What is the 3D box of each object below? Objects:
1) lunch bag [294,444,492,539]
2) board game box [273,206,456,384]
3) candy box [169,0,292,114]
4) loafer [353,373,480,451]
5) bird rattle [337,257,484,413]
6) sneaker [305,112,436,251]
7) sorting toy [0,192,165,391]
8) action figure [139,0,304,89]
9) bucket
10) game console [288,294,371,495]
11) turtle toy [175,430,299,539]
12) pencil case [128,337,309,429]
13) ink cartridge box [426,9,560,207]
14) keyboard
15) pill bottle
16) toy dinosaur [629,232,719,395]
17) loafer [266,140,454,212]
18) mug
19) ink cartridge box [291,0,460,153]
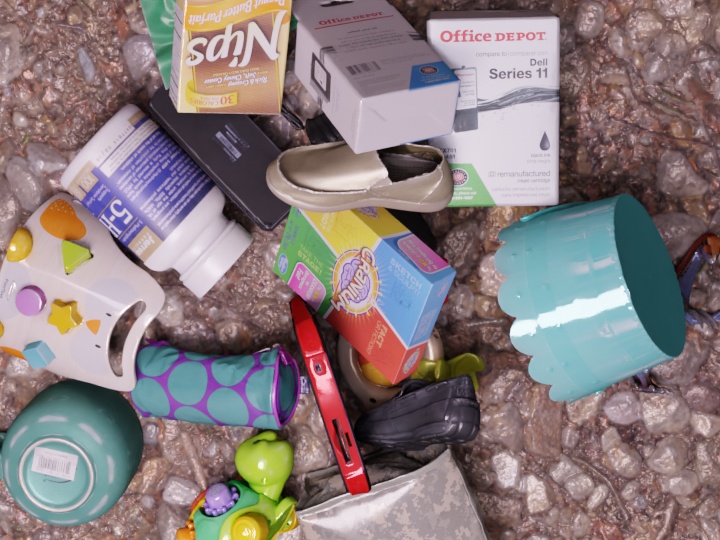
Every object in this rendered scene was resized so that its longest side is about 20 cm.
[{"bbox_3d":[0.046,0.293,1.589,0.197,0.118,0.166,-19,104,12],"label":"lunch bag"},{"bbox_3d":[0.000,0.000,1.486,0.200,0.040,0.154,42,135,24],"label":"board game box"},{"bbox_3d":[-0.132,-0.266,1.440,0.114,0.055,0.203,-1,115,-18],"label":"candy box"},{"bbox_3d":[0.060,0.153,1.488,0.067,0.200,0.071,15,71,-30],"label":"loafer"},{"bbox_3d":[0.042,0.084,1.555,0.162,0.113,0.202,-25,98,25],"label":"bird rattle"},{"bbox_3d":[0.027,-0.105,1.523,0.090,0.076,0.201,-38,99,7],"label":"sneaker"},{"bbox_3d":[-0.309,0.045,1.542,0.178,0.107,0.202,24,104,11],"label":"sorting toy"},{"bbox_3d":[-0.132,-0.281,1.495,0.197,0.055,0.120,-16,111,-3],"label":"action figure"},{"bbox_3d":[0.245,0.024,1.458,0.133,0.207,0.209,-19,102,28],"label":"bucket"},{"bbox_3d":[-0.034,0.135,1.528,0.031,0.177,0.203,-17,101,-1],"label":"game console"},{"bbox_3d":[-0.137,0.278,1.597,0.101,0.145,0.201,41,102,15],"label":"turtle toy"},{"bbox_3d":[-0.162,0.125,1.550,0.197,0.085,0.094,1,77,25],"label":"pencil case"},{"bbox_3d":[0.141,-0.175,1.493,0.144,0.083,0.203,-1,103,4],"label":"ink cartridge box"},{"bbox_3d":[-0.127,-0.152,1.522,0.127,0.021,0.200,-43,90,-10],"label":"keyboard"},{"bbox_3d":[-0.218,-0.071,1.519,0.200,0.120,0.120,44,102,-6],"label":"pill bottle"},{"bbox_3d":[0.334,0.044,1.534,0.197,0.105,0.184,8,85,12],"label":"toy dinosaur"},{"bbox_3d":[0.002,-0.106,1.426,0.197,0.076,0.069,0,140,-9],"label":"loafer"},{"bbox_3d":[-0.347,0.222,1.597,0.184,0.115,0.153,-33,99,10],"label":"mug"},{"bbox_3d":[0.006,-0.212,1.446,0.114,0.201,0.067,-13,133,-21],"label":"ink cartridge box"}]
